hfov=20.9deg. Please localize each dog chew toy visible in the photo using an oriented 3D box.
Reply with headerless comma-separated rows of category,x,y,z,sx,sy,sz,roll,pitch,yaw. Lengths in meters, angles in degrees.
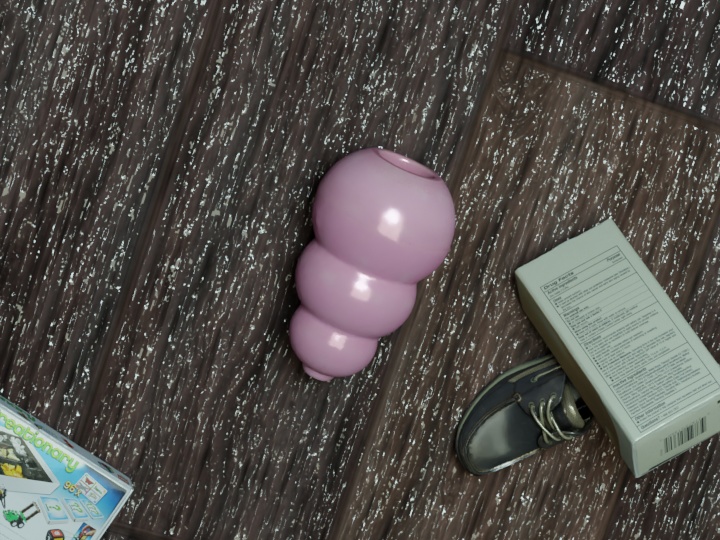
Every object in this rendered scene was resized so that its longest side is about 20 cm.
dog chew toy,0.000,0.000,1.661,0.124,0.125,0.201,20,104,-16

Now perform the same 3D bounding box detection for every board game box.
board game box,-0.310,0.181,1.664,0.199,0.035,0.127,35,92,-17

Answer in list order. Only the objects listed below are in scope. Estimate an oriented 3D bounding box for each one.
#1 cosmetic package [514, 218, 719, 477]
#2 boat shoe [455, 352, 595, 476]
cosmetic package,0.226,0.065,1.683,0.105,0.201,0.071,-26,148,-6
boat shoe,0.172,0.115,1.742,0.199,0.073,0.075,-37,106,-4
